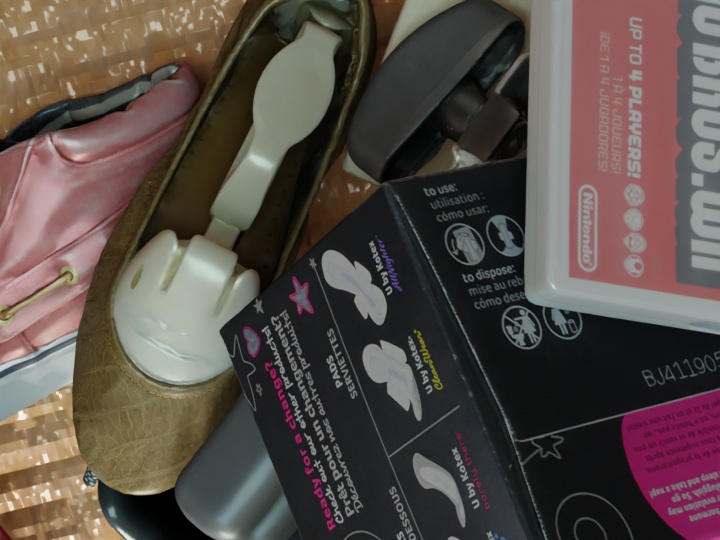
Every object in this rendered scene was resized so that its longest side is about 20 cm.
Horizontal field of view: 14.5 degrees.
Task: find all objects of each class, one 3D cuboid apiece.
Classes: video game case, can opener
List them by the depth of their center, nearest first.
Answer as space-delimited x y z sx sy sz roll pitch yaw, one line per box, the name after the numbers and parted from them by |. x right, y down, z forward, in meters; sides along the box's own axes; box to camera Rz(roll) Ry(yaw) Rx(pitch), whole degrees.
0.140 -0.047 0.851 0.199 0.017 0.144 9 74 -25 | video game case
0.000 0.000 0.961 0.067 0.053 0.200 39 92 27 | can opener

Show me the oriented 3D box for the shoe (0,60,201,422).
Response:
-0.132 -0.001 1.042 0.199 0.072 0.091 -24 104 4 | shoe

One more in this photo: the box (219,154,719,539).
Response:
0.079 0.035 0.881 0.115 0.199 0.133 -40 68 50 | box

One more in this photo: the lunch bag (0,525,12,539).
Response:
-0.209 0.151 1.025 0.199 0.082 0.177 -27 111 17 | lunch bag

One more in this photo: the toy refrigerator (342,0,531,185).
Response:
0.065 -0.120 0.994 0.075 0.070 0.201 21 106 -1 | toy refrigerator

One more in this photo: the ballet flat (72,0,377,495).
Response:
-0.044 -0.020 0.974 0.068 0.072 0.201 28 76 -5 | ballet flat

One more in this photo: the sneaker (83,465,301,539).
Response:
-0.012 0.106 1.031 0.199 0.140 0.078 22 109 -4 | sneaker
